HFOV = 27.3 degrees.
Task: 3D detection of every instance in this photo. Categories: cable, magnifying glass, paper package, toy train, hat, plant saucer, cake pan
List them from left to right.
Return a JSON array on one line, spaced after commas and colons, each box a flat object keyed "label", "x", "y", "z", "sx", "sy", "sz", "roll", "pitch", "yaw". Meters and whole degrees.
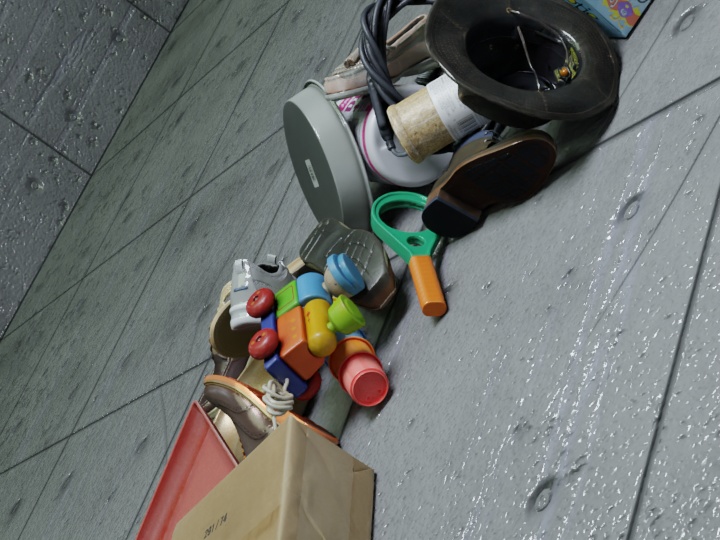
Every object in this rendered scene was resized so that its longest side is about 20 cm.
[{"label": "plant saucer", "x": -0.178, "y": 0.266, "z": 1.579, "sx": 0.202, "sy": 0.036, "sz": 0.200, "roll": -67, "pitch": 24, "yaw": 8}, {"label": "paper package", "x": -0.087, "y": 0.266, "z": 1.331, "sx": 0.200, "sy": 0.103, "sz": 0.192, "roll": -44, "pitch": 23, "yaw": 27}, {"label": "plant saucer", "x": -0.108, "y": 0.159, "z": 1.657, "sx": 0.200, "sy": 0.035, "sz": 0.201, "roll": -47, "pitch": 21, "yaw": 24}, {"label": "toy train", "x": -0.043, "y": 0.071, "z": 1.447, "sx": 0.115, "sy": 0.085, "sz": 0.201, "roll": -37, "pitch": 30, "yaw": 16}, {"label": "cake pan", "x": -0.040, "y": -0.121, "z": 1.730, "sx": 0.036, "sy": 0.203, "sz": 0.200, "roll": -21, "pitch": 14, "yaw": -14}, {"label": "magnifying glass", "x": 0.058, "y": -0.020, "z": 1.523, "sx": 0.201, "sy": 0.078, "sz": 0.023, "roll": -104, "pitch": 17, "yaw": -55}, {"label": "cable", "x": 0.082, "y": -0.227, "z": 1.596, "sx": 0.161, "sy": 0.203, "sz": 0.051, "roll": -13, "pitch": -6, "yaw": 2}, {"label": "hat", "x": 0.146, "y": -0.190, "z": 1.425, "sx": 0.081, "sy": 0.198, "sz": 0.202, "roll": 115, "pitch": 174, "yaw": -48}]

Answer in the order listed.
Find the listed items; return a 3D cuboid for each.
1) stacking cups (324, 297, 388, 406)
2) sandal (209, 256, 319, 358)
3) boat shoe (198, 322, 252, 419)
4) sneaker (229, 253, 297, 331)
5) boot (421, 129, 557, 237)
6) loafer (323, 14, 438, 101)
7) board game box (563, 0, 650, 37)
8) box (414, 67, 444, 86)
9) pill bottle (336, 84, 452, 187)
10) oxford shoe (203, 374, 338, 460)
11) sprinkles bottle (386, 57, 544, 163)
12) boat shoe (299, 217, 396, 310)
[{"label": "stacking cups", "x": -0.017, "y": 0.082, "z": 1.523, "sx": 0.061, "sy": 0.060, "sz": 0.200, "roll": -53, "pitch": 19, "yaw": 5}, {"label": "sandal", "x": -0.129, "y": 0.038, "z": 1.728, "sx": 0.069, "sy": 0.079, "sz": 0.211, "roll": 11, "pitch": 29, "yaw": 33}, {"label": "boat shoe", "x": -0.161, "y": 0.088, "z": 1.844, "sx": 0.072, "sy": 0.072, "sz": 0.202, "roll": -13, "pitch": 46, "yaw": 63}, {"label": "sneaker", "x": -0.084, "y": 0.022, "z": 1.649, "sx": 0.074, "sy": 0.083, "sz": 0.200, "roll": -8, "pitch": -4, "yaw": 18}, {"label": "boot", "x": 0.132, "y": -0.115, "z": 1.473, "sx": 0.199, "sy": 0.074, "sz": 0.098, "roll": -33, "pitch": 31, "yaw": 51}, {"label": "loafer", "x": 0.022, "y": -0.242, "z": 1.680, "sx": 0.071, "sy": 0.064, "sz": 0.199, "roll": -2, "pitch": 16, "yaw": 40}, {"label": "board game box", "x": 0.224, "y": -0.315, "z": 1.533, "sx": 0.104, "sy": 0.104, "sz": 0.200, "roll": -55, "pitch": 20, "yaw": -1}, {"label": "box", "x": 0.160, "y": -0.287, "z": 1.728, "sx": 0.201, "sy": 0.047, "sz": 0.193, "roll": -56, "pitch": 20, "yaw": 0}, {"label": "pill bottle", "x": 0.029, "y": -0.159, "z": 1.729, "sx": 0.114, "sy": 0.113, "sz": 0.200, "roll": -57, "pitch": 19, "yaw": -6}, {"label": "oxford shoe", "x": -0.109, "y": 0.164, "z": 1.522, "sx": 0.199, "sy": 0.071, "sz": 0.074, "roll": 24, "pitch": 85, "yaw": 48}, {"label": "sprinkles bottle", "x": 0.126, "y": -0.187, "z": 1.521, "sx": 0.198, "sy": 0.069, "sz": 0.068, "roll": -30, "pitch": 25, "yaw": 11}, {"label": "boat shoe", "x": 0.000, "y": 0.000, "z": 1.605, "sx": 0.076, "sy": 0.074, "sz": 0.200, "roll": -47, "pitch": 26, "yaw": 1}]
